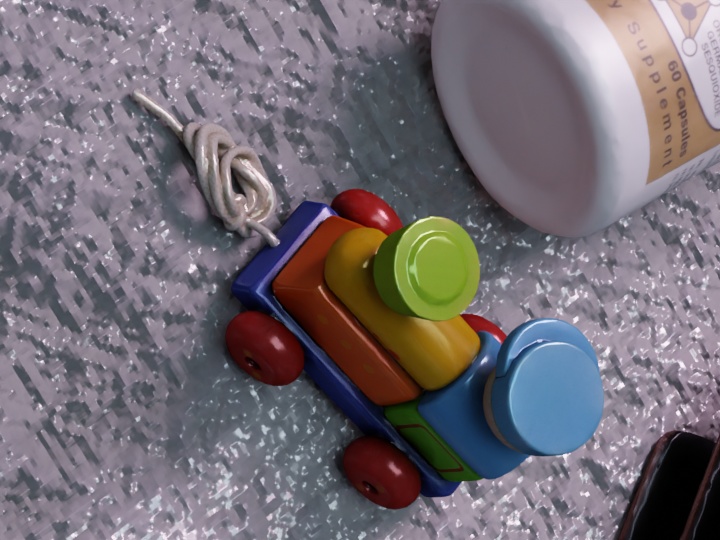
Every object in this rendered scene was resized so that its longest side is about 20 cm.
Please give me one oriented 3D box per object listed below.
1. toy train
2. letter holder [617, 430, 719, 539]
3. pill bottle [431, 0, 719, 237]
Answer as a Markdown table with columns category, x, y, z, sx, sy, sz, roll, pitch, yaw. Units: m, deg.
| category | x | y | z | sx | sy | sz | roll | pitch | yaw |
| --- | --- | --- | --- | --- | --- | --- | --- | --- | --- |
| toy train | 0.000 | 0.000 | 0.982 | 0.200 | 0.116 | 0.085 | 48 | 65 | -16 |
| letter holder | 0.226 | 0.115 | 1.103 | 0.199 | 0.100 | 0.143 | 32 | 69 | -22 |
| pill bottle | 0.137 | -0.104 | 1.069 | 0.199 | 0.114 | 0.115 | -29 | 98 | -28 |
